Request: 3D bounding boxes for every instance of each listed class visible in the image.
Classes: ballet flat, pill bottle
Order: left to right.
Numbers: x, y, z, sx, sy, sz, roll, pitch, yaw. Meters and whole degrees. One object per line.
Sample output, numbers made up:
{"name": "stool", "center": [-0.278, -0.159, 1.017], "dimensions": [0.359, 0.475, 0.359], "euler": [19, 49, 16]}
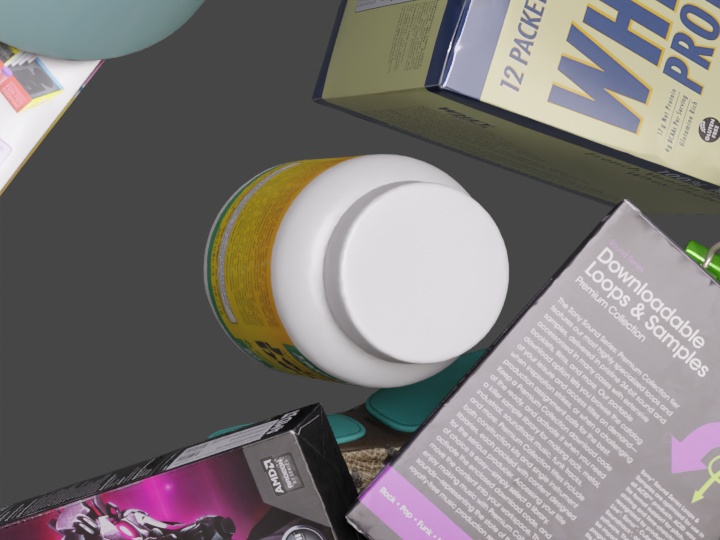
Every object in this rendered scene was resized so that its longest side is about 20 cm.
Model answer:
{"name": "pill bottle", "center": [0.000, 0.000, 1.450], "dimensions": [0.112, 0.200, 0.113], "euler": [0, 91, -18]}
{"name": "ballet flat", "center": [0.007, 0.097, 1.527], "dimensions": [0.199, 0.068, 0.076], "euler": [-17, 116, -23]}

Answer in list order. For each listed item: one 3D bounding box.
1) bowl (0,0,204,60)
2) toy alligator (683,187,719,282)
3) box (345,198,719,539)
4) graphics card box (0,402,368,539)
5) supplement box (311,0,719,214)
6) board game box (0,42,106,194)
{"name": "bowl", "center": [-0.127, -0.211, 1.422], "dimensions": [0.200, 0.105, 0.201], "euler": [10, 70, -28]}
{"name": "toy alligator", "center": [0.153, 0.021, 1.452], "dimensions": [0.059, 0.054, 0.200], "euler": [30, 121, 3]}
{"name": "box", "center": [0.110, 0.087, 1.392], "dimensions": [0.143, 0.036, 0.200], "euler": [42, 91, -2]}
{"name": "graphics card box", "center": [-0.088, 0.154, 1.446], "dimensions": [0.199, 0.051, 0.126], "euler": [-18, 98, 20]}
{"name": "supplement box", "center": [0.111, -0.120, 1.484], "dimensions": [0.199, 0.200, 0.135], "euler": [18, 86, -17]}
{"name": "board game box", "center": [-0.218, -0.108, 1.461], "dimensions": [0.153, 0.040, 0.200], "euler": [40, 79, -14]}
